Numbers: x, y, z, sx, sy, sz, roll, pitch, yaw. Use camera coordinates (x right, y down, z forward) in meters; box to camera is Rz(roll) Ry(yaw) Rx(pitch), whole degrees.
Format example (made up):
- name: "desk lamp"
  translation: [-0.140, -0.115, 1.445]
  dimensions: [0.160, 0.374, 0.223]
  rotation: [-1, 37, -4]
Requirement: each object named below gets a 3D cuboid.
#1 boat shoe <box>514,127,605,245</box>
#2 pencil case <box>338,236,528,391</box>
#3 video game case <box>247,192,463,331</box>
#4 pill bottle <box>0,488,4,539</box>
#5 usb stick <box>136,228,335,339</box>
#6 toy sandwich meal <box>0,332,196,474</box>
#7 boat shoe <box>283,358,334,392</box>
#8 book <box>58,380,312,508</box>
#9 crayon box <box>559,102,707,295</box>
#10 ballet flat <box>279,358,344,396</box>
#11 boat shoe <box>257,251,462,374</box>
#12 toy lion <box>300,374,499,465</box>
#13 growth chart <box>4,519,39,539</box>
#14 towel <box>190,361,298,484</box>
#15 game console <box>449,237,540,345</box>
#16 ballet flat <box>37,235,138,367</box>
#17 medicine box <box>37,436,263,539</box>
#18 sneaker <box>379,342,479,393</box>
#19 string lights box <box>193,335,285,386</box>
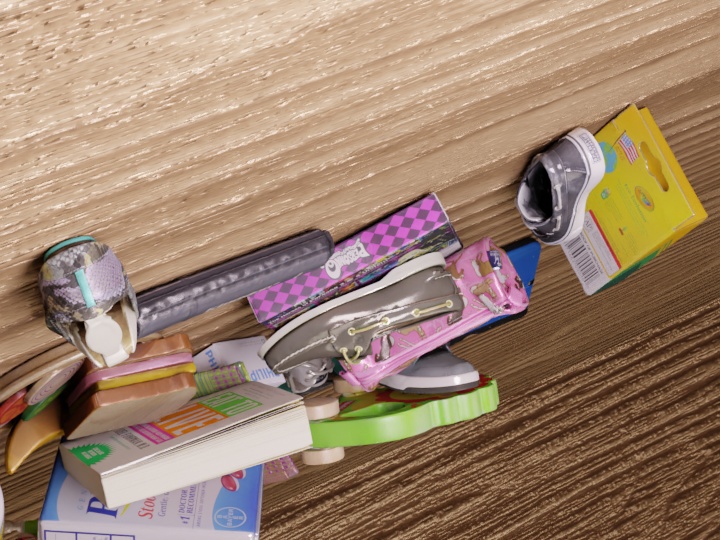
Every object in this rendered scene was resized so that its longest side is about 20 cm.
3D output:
- name: "boat shoe"
  translation: [0.181, -0.070, 1.528]
  dimensions: [0.067, 0.072, 0.200]
  rotation: [-26, 167, -13]
- name: "pencil case"
  translation: [0.065, 0.045, 1.563]
  dimensions: [0.199, 0.083, 0.086]
  rotation: [-28, 177, 14]
- name: "video game case"
  translation: [0.000, 0.000, 1.506]
  dimensions: [0.198, 0.036, 0.181]
  rotation: [-28, 170, 4]
- name: "pill bottle"
  translation: [-0.391, 0.239, 1.472]
  dimensions: [0.111, 0.113, 0.200]
  rotation: [-23, 168, -19]
- name: "usb stick"
  translation: [-0.112, 0.012, 1.306]
  dimensions: [0.198, 0.033, 0.055]
  rotation: [-22, 167, -28]
- name: "toy sandwich meal"
  translation: [-0.240, 0.114, 1.368]
  dimensions: [0.203, 0.071, 0.205]
  rotation: [-26, 169, -5]
- name: "boat shoe"
  translation: [-0.054, 0.089, 1.696]
  dimensions: [0.070, 0.070, 0.200]
  rotation: [-22, 168, -20]
- name: "book"
  translation: [-0.161, 0.156, 1.436]
  dimensions: [0.198, 0.049, 0.133]
  rotation: [-17, -165, -25]
- name: "crayon box"
  translation: [0.263, -0.072, 1.563]
  dimensions: [0.050, 0.128, 0.200]
  rotation: [-21, 168, -30]
- name: "ballet flat"
  translation: [-0.036, 0.101, 1.833]
  dimensions: [0.198, 0.069, 0.068]
  rotation: [-20, -179, 17]
- name: "boat shoe"
  translation: [0.000, 0.052, 1.485]
  dimensions: [0.200, 0.061, 0.072]
  rotation: [-26, 169, -6]
- name: "toy lion"
  translation: [0.048, 0.147, 1.670]
  dimensions: [0.189, 0.070, 0.200]
  rotation: [-7, -174, 20]
- name: "growth chart"
  translation: [-0.258, 0.295, 1.490]
  dimensions: [0.143, 0.200, 0.018]
  rotation: [-5, 121, -18]
- name: "towel"
  translation: [-0.156, 0.168, 1.599]
  dimensions: [0.142, 0.023, 0.201]
  rotation: [-14, 135, 9]
- name: "game console"
  translation: [0.103, 0.028, 1.929]
  dimensions: [0.198, 0.118, 0.172]
  rotation: [-20, 136, -32]
- name: "ballet flat"
  translation: [-0.191, 0.034, 1.130]
  dimensions: [0.071, 0.073, 0.200]
  rotation: [-25, 169, -8]
- name: "medicine box"
  translation: [-0.193, 0.229, 1.494]
  dimensions: [0.197, 0.104, 0.183]
  rotation: [4, -151, -3]
- name: "sneaker"
  translation: [0.053, 0.059, 1.663]
  dimensions: [0.083, 0.122, 0.199]
  rotation: [-8, -169, -37]
- name: "string lights box"
  translation: [-0.187, 0.144, 1.662]
  dimensions: [0.199, 0.059, 0.102]
  rotation: [-33, 168, 25]
